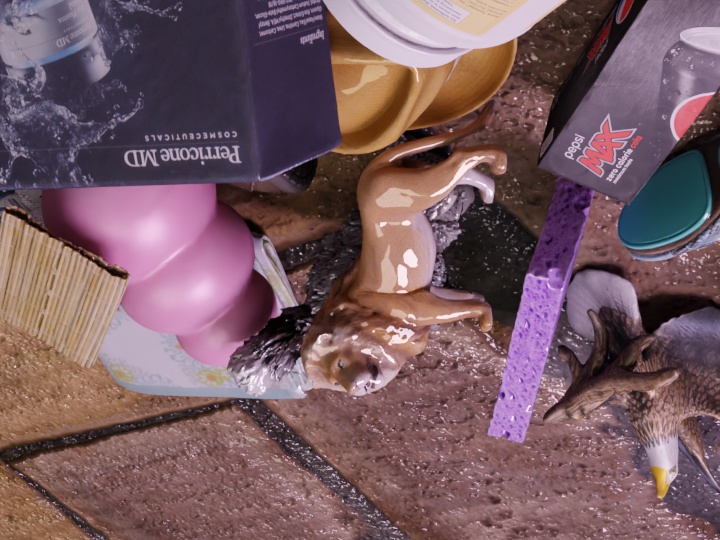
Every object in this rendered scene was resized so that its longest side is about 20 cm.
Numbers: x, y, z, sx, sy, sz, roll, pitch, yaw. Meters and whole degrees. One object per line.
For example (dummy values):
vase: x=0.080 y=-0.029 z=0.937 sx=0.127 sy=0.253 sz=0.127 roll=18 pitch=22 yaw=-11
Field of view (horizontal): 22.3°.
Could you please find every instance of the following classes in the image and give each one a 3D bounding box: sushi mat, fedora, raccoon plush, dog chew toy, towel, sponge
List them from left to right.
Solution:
sushi mat: x=-0.218 y=0.015 z=1.295 sx=0.096 sy=0.012 sz=0.200 roll=32 pitch=155 yaw=-2
dog chew toy: x=-0.134 y=-0.013 z=1.296 sx=0.124 sy=0.125 sz=0.200 roll=-20 pitch=117 yaw=40
towel: x=-0.139 y=0.033 z=1.447 sx=0.199 sy=0.048 sz=0.171 roll=0 pitch=137 yaw=23
fedora: x=-0.003 y=-0.132 z=1.139 sx=0.200 sy=0.082 sz=0.201 roll=11 pitch=144 yaw=8
raccoon plush: x=0.000 y=0.000 z=1.241 sx=0.097 sy=0.200 sz=0.134 roll=34 pitch=151 yaw=23
sponge: x=0.125 y=0.022 z=1.264 sx=0.030 sy=0.112 sz=0.200 roll=15 pitch=144 yaw=6

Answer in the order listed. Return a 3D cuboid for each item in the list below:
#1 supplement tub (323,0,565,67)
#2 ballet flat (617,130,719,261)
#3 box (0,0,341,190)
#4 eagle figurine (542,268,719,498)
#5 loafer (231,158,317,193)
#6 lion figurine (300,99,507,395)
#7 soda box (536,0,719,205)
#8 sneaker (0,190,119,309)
supplement tub: x=0.074 y=-0.206 z=0.959 sx=0.145 sy=0.146 sz=0.200 roll=33 pitch=141 yaw=-21
ballet flat: x=0.243 y=-0.056 z=1.156 sx=0.074 sy=0.074 sz=0.200 roll=29 pitch=146 yaw=-15
box: x=-0.130 y=-0.155 z=1.060 sx=0.196 sy=0.117 sz=0.201 roll=-1 pitch=104 yaw=23
eagle figurine: x=0.230 y=0.093 z=1.329 sx=0.200 sy=0.151 sz=0.152 roll=7 pitch=-161 yaw=-38
loafer: x=-0.113 y=-0.113 z=1.219 sx=0.071 sy=0.073 sz=0.200 roll=-14 pitch=133 yaw=37
lion figurine: x=0.026 y=-0.014 z=1.180 sx=0.122 sy=0.072 sz=0.201 roll=2 pitch=106 yaw=-4
soda box: x=0.177 y=-0.127 z=1.089 sx=0.071 sy=0.063 sz=0.200 roll=22 pitch=144 yaw=-6
sneaker: x=-0.256 y=-0.039 z=1.382 sx=0.200 sy=0.085 sz=0.077 roll=21 pitch=-177 yaw=15
